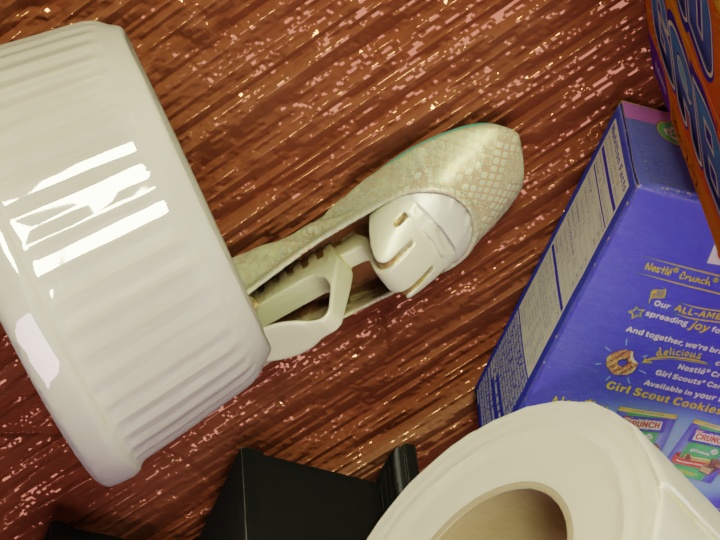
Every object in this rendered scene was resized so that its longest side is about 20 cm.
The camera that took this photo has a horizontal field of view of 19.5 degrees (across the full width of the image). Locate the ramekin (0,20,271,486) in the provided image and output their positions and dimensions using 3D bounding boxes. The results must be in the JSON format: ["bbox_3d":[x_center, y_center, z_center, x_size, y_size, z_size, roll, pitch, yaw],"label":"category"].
[{"bbox_3d":[-0.112,-0.015,0.918,0.094,0.203,0.203,-24,129,-2],"label":"ramekin"}]

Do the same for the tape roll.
[{"bbox_3d":[0.078,0.162,0.985,0.202,0.203,0.071,-35,120,21],"label":"tape roll"}]

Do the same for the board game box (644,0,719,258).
[{"bbox_3d":[0.226,-0.127,0.858,0.198,0.201,0.201,-12,129,3],"label":"board game box"}]

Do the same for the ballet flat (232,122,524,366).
[{"bbox_3d":[0.000,0.000,1.024,0.199,0.063,0.068,-30,127,17],"label":"ballet flat"}]

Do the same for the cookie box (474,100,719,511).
[{"bbox_3d":[0.171,0.030,1.061,0.169,0.076,0.201,13,127,-15],"label":"cookie box"}]

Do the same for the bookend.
[{"bbox_3d":[-0.092,0.174,1.137,0.198,0.093,0.200,14,125,-16],"label":"bookend"}]
